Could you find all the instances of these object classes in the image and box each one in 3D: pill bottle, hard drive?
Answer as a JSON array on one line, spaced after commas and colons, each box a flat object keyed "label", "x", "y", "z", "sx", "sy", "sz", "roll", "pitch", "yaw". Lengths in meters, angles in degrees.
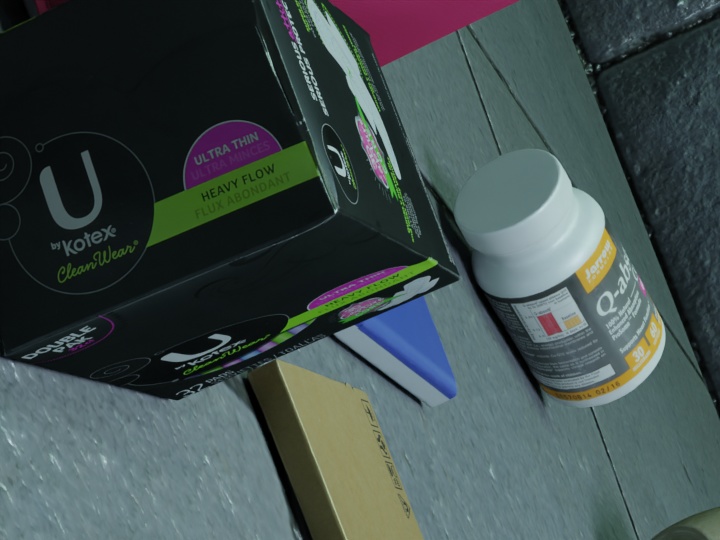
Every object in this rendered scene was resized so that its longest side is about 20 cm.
[{"label": "pill bottle", "x": 0.158, "y": 0.006, "z": 2.072, "sx": 0.200, "sy": 0.116, "sz": 0.117, "roll": 57, "pitch": 14, "yaw": -36}, {"label": "hard drive", "x": 0.000, "y": 0.000, "z": 1.594, "sx": 0.200, "sy": 0.025, "sz": 0.133, "roll": 40, "pitch": 28, "yaw": -65}]

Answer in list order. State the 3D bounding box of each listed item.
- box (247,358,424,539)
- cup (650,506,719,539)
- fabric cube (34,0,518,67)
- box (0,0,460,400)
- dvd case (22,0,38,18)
[{"label": "box", "x": 0.009, "y": 0.148, "z": 1.333, "sx": 0.201, "sy": 0.021, "sz": 0.163, "roll": 69, "pitch": 12, "yaw": 14}, {"label": "cup", "x": 0.295, "y": 0.266, "z": 2.046, "sx": 0.143, "sy": 0.200, "sz": 0.201, "roll": 21, "pitch": 38, "yaw": -36}, {"label": "fabric cube", "x": -0.053, "y": -0.204, "z": 1.251, "sx": 0.197, "sy": 0.198, "sz": 0.200, "roll": 69, "pitch": 12, "yaw": 21}, {"label": "box", "x": -0.065, "y": -0.036, "z": 1.061, "sx": 0.200, "sy": 0.148, "sz": 0.125, "roll": 28, "pitch": 40, "yaw": -73}, {"label": "dvd case", "x": -0.149, "y": -0.160, "z": 1.272, "sx": 0.201, "sy": 0.017, "sz": 0.143, "roll": 67, "pitch": 12, "yaw": 8}]
